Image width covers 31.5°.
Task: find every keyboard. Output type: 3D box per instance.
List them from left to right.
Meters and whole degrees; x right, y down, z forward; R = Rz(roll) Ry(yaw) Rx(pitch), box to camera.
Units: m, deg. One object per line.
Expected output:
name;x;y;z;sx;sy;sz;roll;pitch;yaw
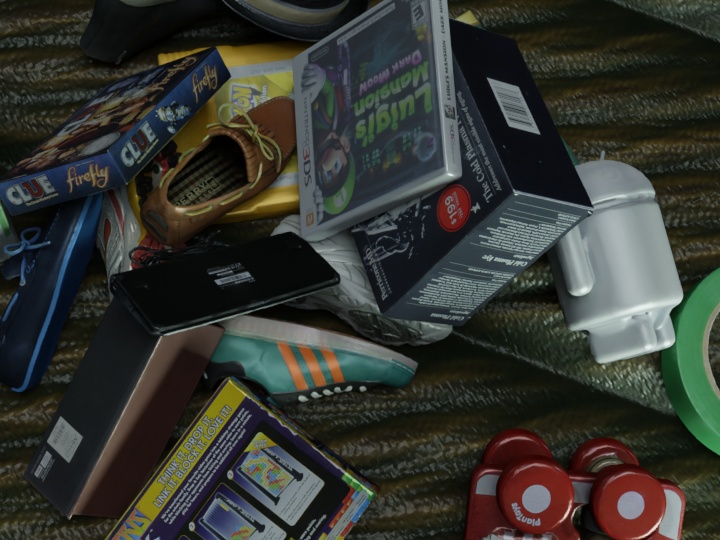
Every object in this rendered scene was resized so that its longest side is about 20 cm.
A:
keyboard;-0.121;0.012;1.104;0.199;0.040;0.104;-14;48;-39

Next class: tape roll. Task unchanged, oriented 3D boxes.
tape roll;0.392;0.087;1.230;0.199;0.048;0.202;2;74;-6

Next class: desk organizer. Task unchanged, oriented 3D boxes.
desk organizer;-0.206;0.116;1.124;0.072;0.077;0.201;31;96;35

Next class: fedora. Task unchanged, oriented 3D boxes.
fedora;-0.063;-0.317;1.230;0.200;0.092;0.202;16;55;-24

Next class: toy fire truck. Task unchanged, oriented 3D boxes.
toy fire truck;0.184;0.241;1.143;0.199;0.112;0.169;6;98;-4

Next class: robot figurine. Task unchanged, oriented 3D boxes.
robot figurine;0.233;-0.017;1.200;0.113;0.169;0.201;-19;80;33

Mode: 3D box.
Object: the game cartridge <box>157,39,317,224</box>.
game cartridge;-0.097;-0.138;1.244;0.199;0.032;0.177;-8;75;-10

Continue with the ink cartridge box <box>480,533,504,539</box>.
ink cartridge box;0.159;0.339;1.079;0.199;0.083;0.147;27;114;1

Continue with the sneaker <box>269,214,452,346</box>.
sneaker;0.000;0.000;1.191;0.199;0.078;0.100;23;64;4

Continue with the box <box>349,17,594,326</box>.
box;0.078;-0.084;1.126;0.104;0.182;0.201;8;50;-39

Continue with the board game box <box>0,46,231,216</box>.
board game box;-0.216;-0.126;1.132;0.035;0.135;0.200;63;34;-23

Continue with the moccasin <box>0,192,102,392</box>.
moccasin;-0.291;0.008;1.134;0.068;0.080;0.201;22;91;4

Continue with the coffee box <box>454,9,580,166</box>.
coffee box;0.113;-0.146;1.264;0.123;0.044;0.201;-30;80;-13

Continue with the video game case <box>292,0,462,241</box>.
video game case;0.008;-0.138;1.120;0.023;0.200;0.183;9;70;-39

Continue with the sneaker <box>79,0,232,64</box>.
sneaker;-0.184;-0.267;1.256;0.199;0.106;0.075;-17;71;-42

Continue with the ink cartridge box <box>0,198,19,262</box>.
ink cartridge box;-0.385;-0.106;1.141;0.087;0.145;0.201;-24;78;-13

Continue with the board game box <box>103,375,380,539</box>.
board game box;-0.107;0.219;1.104;0.165;0.057;0.200;38;91;6

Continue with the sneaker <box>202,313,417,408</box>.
sneaker;-0.049;0.091;1.172;0.199;0.071;0.080;12;89;-6

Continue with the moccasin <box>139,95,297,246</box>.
moccasin;-0.119;-0.102;1.159;0.074;0.078;0.201;49;53;5

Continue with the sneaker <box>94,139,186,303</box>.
sneaker;-0.207;-0.024;1.184;0.078;0.082;0.201;6;83;-50
